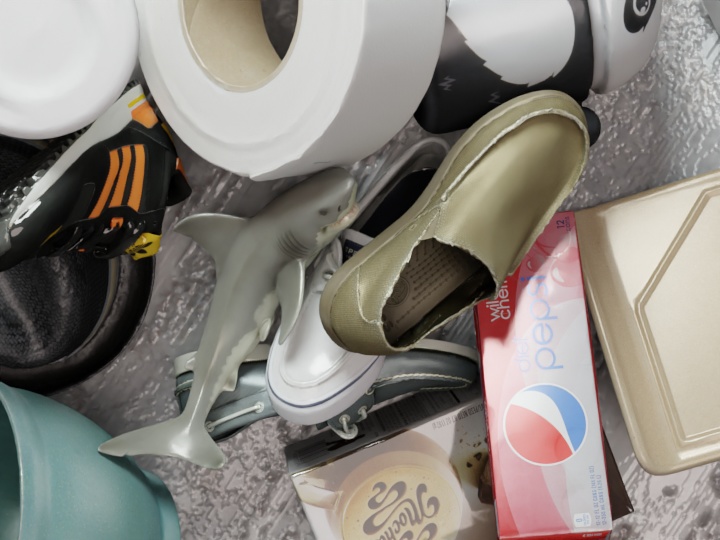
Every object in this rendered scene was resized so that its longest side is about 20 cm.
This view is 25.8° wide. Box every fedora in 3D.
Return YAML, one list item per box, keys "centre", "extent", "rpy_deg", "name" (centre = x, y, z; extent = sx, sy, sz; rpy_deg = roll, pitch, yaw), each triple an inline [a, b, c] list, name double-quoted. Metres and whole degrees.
- centre: [-0.221, -0.010, 0.966]
  extent: [0.199, 0.092, 0.202]
  rpy_deg: [-1, 100, -7]
  name: "fedora"

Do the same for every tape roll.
- centre: [-0.046, -0.157, 0.911]
  extent: [0.071, 0.202, 0.204]
  rpy_deg: [-11, 104, -46]
  name: "tape roll"

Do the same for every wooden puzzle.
- centre: [0.250, 0.022, 1.017]
  extent: [0.199, 0.037, 0.186]
  rpy_deg: [-15, 70, 2]
  name: "wooden puzzle"

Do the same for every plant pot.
- centre: [-0.195, 0.174, 0.967]
  extent: [0.134, 0.200, 0.201]
  rpy_deg: [14, 99, -37]
  name: "plant pot"

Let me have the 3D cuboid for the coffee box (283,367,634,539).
- centre: [0.063, 0.137, 1.032]
  extent: [0.199, 0.080, 0.114]
  rpy_deg: [-22, 98, -3]
  name: "coffee box"

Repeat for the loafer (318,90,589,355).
- centre: [0.065, -0.019, 0.911]
  extent: [0.200, 0.067, 0.076]
  rpy_deg: [-47, 122, -2]
  name: "loafer"

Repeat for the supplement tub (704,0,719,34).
- centre: [0.319, -0.211, 0.972]
  extent: [0.199, 0.132, 0.133]
  rpy_deg: [-25, 102, -2]
  name: "supplement tub"

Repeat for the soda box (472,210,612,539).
- centre: [0.108, 0.069, 0.955]
  extent: [0.070, 0.063, 0.201]
  rpy_deg: [-6, 69, 4]
  name: "soda box"

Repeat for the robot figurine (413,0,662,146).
- centre: [0.085, -0.154, 0.962]
  extent: [0.199, 0.125, 0.151]
  rpy_deg: [-13, 126, -4]
  name: "robot figurine"

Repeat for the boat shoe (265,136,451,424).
- centre: [0.000, 0.000, 0.971]
  extent: [0.073, 0.065, 0.201]
  rpy_deg: [20, 63, 19]
  name: "boat shoe"

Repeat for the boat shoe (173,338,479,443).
- centre: [-0.020, 0.080, 1.010]
  extent: [0.199, 0.073, 0.062]
  rpy_deg: [-3, 74, 1]
  name: "boat shoe"

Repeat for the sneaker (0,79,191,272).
- centre: [-0.149, -0.038, 0.906]
  extent: [0.070, 0.200, 0.090]
  rpy_deg: [-30, 106, 26]
  name: "sneaker"

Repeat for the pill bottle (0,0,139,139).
- centre: [-0.182, -0.140, 0.894]
  extent: [0.111, 0.200, 0.112]
  rpy_deg: [-2, 101, -8]
  name: "pill bottle"

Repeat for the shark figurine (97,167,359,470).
- centre: [-0.084, 0.014, 0.958]
  extent: [0.089, 0.128, 0.215]
  rpy_deg: [30, 98, -13]
  name: "shark figurine"
